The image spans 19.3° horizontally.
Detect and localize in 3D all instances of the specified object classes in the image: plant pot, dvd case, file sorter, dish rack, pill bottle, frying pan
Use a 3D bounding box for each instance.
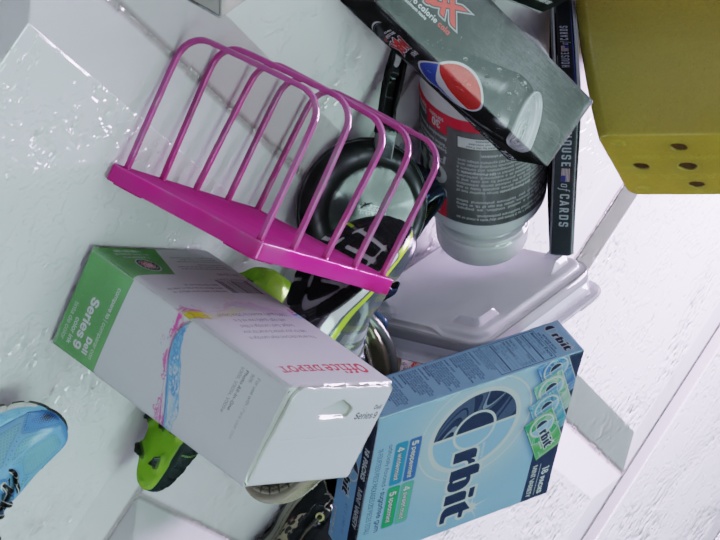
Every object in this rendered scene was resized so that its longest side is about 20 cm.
[{"bbox_3d":[0.297,-0.172,1.875,0.200,0.199,0.177,48,46,-61],"label":"plant pot"},{"bbox_3d":[0.174,-0.128,1.829,0.200,0.025,0.151,-82,173,-58],"label":"dvd case"},{"bbox_3d":[-0.053,-0.078,1.531,0.200,0.139,0.126,16,101,-62],"label":"file sorter"},{"bbox_3d":[0.095,0.020,1.841,0.200,0.171,0.044,-34,127,-45],"label":"dish rack"},{"bbox_3d":[0.104,-0.101,1.792,0.111,0.111,0.200,-41,147,-30],"label":"pill bottle"},{"bbox_3d":[0.025,-0.081,1.710,0.115,0.031,0.190,36,88,-25],"label":"frying pan"}]

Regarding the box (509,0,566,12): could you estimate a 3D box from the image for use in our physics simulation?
[{"bbox_3d":[0.162,-0.272,1.685,0.159,0.050,0.200,-25,164,27],"label":"box"}]

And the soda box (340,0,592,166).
[{"bbox_3d":[0.083,-0.168,1.628,0.200,0.063,0.071,41,79,-24],"label":"soda box"}]

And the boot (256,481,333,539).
[{"bbox_3d":[-0.016,0.272,1.918,0.204,0.154,0.074,-48,151,-20],"label":"boot"}]

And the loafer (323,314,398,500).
[{"bbox_3d":[-0.010,0.111,1.734,0.070,0.075,0.201,-50,136,-47],"label":"loafer"}]

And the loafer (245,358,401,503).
[{"bbox_3d":[-0.024,0.131,1.851,0.200,0.076,0.068,-49,145,-19],"label":"loafer"}]

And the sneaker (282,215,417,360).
[{"bbox_3d":[-0.022,0.045,1.651,0.200,0.074,0.081,-52,139,-3],"label":"sneaker"}]

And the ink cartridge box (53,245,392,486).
[{"bbox_3d":[-0.098,0.067,1.531,0.145,0.200,0.088,2,116,-59],"label":"ink cartridge box"}]

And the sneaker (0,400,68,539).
[{"bbox_3d":[-0.269,0.180,1.480,0.200,0.090,0.078,-48,151,-21],"label":"sneaker"}]

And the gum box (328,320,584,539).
[{"bbox_3d":[0.077,0.140,1.734,0.199,0.045,0.170,-16,136,-27],"label":"gum box"}]

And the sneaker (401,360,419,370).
[{"bbox_3d":[0.060,0.106,1.885,0.201,0.067,0.108,-36,-174,36],"label":"sneaker"}]

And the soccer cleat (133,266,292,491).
[{"bbox_3d":[-0.106,0.093,1.672,0.081,0.067,0.200,30,90,-32],"label":"soccer cleat"}]

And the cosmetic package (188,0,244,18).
[{"bbox_3d":[-0.052,-0.267,1.411,0.200,0.073,0.104,-38,146,-33],"label":"cosmetic package"}]

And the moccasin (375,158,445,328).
[{"bbox_3d":[0.000,0.000,1.764,0.080,0.068,0.200,7,114,-61],"label":"moccasin"}]
